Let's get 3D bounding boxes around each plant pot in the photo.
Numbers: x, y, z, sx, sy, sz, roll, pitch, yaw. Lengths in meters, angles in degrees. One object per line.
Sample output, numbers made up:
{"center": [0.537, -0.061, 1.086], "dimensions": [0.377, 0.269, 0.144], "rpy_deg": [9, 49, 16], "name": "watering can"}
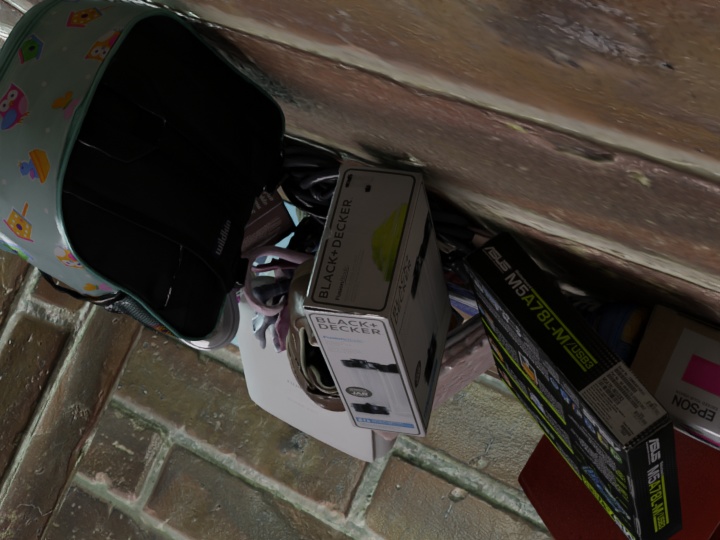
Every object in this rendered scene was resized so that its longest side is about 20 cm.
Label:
{"center": [0.264, 0.182, 1.231], "dimensions": [0.176, 0.201, 0.199], "rpy_deg": [36, -163, 24], "name": "plant pot"}

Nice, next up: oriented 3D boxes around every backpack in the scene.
{"center": [-0.152, -0.070, 0.820], "dimensions": [0.152, 0.177, 0.200], "rpy_deg": [19, 170, 21], "name": "backpack"}

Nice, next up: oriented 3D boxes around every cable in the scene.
{"center": [0.001, -0.046, 1.060], "dimensions": [0.199, 0.051, 0.163], "rpy_deg": [23, 175, 35], "name": "cable"}

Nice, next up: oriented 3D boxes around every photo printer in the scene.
{"center": [-0.040, 0.092, 1.316], "dimensions": [0.165, 0.070, 0.201], "rpy_deg": [26, 151, 17], "name": "photo printer"}

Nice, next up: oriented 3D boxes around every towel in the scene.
{"center": [0.088, 0.078, 1.200], "dimensions": [0.032, 0.199, 0.191], "rpy_deg": [54, 180, 13], "name": "towel"}

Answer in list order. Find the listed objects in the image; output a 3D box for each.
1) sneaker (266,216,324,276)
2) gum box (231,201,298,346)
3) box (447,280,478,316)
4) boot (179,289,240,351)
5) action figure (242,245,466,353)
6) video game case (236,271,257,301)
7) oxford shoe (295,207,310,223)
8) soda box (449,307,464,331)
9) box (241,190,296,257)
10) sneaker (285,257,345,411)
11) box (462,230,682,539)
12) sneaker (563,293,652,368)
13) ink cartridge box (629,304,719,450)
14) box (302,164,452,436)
{"center": [-0.051, 0.003, 1.339], "dimensions": [0.072, 0.072, 0.200], "rpy_deg": [31, 156, -3], "name": "sneaker"}
{"center": [-0.117, 0.002, 1.533], "dimensions": [0.199, 0.171, 0.045], "rpy_deg": [24, 175, 26], "name": "gum box"}
{"center": [0.112, 0.020, 1.350], "dimensions": [0.121, 0.033, 0.200], "rpy_deg": [23, 173, 36], "name": "box"}
{"center": [-0.166, -0.017, 1.080], "dimensions": [0.201, 0.073, 0.096], "rpy_deg": [57, -176, -5], "name": "boot"}
{"center": [0.000, 0.000, 1.179], "dimensions": [0.198, 0.135, 0.149], "rpy_deg": [-13, 147, 1], "name": "action figure"}
{"center": [-0.174, -0.066, 1.285], "dimensions": [0.201, 0.036, 0.181], "rpy_deg": [58, -176, 14], "name": "video game case"}
{"center": [0.005, -0.018, 1.382], "dimensions": [0.200, 0.058, 0.075], "rpy_deg": [46, 163, -32], "name": "oxford shoe"}
{"center": [0.013, 0.062, 1.365], "dimensions": [0.064, 0.069, 0.199], "rpy_deg": [44, 152, -21], "name": "soda box"}
{"center": [-0.112, -0.065, 1.116], "dimensions": [0.101, 0.075, 0.200], "rpy_deg": [55, 179, 3], "name": "box"}
{"center": [-0.031, 0.074, 1.086], "dimensions": [0.070, 0.076, 0.201], "rpy_deg": [-1, 144, 5], "name": "sneaker"}
{"center": [0.161, 0.094, 1.012], "dimensions": [0.200, 0.047, 0.194], "rpy_deg": [52, 174, 35], "name": "box"}
{"center": [0.183, 0.056, 1.086], "dimensions": [0.088, 0.076, 0.200], "rpy_deg": [25, 175, 11], "name": "sneaker"}
{"center": [0.308, 0.109, 1.004], "dimensions": [0.199, 0.076, 0.165], "rpy_deg": [24, 177, 28], "name": "ink cartridge box"}
{"center": [0.018, 0.028, 0.977], "dimensions": [0.060, 0.118, 0.201], "rpy_deg": [7, 151, 15], "name": "box"}
